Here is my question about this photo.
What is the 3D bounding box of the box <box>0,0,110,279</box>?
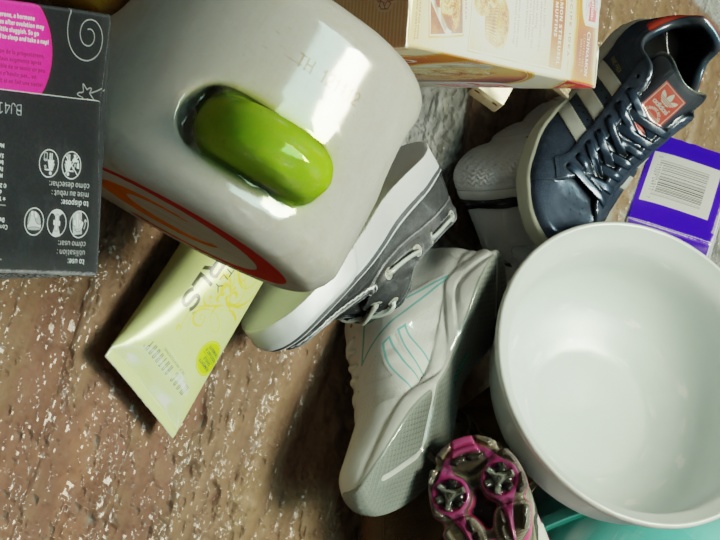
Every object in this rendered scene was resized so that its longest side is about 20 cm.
[{"bbox_3d":[-0.225,-0.064,1.136,0.199,0.114,0.133,2,92,-52],"label":"box"}]

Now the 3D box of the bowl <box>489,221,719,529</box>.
[{"bbox_3d":[0.158,0.077,1.549,0.200,0.090,0.203,9,65,-20],"label":"bowl"}]

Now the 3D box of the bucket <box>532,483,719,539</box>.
[{"bbox_3d":[0.155,0.242,1.606,0.135,0.206,0.209,-40,123,-45],"label":"bucket"}]

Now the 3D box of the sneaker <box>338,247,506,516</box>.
[{"bbox_3d":[0.023,0.066,1.511,0.071,0.080,0.201,75,33,-47],"label":"sneaker"}]

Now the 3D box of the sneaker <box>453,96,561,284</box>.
[{"bbox_3d":[0.141,-0.049,1.671,0.199,0.075,0.116,-30,117,-43],"label":"sneaker"}]

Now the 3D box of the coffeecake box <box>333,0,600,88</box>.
[{"bbox_3d":[0.025,-0.153,1.436,0.199,0.153,0.074,5,89,-53],"label":"coffeecake box"}]

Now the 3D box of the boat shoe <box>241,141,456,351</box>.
[{"bbox_3d":[0.000,0.000,1.479,0.068,0.071,0.200,60,39,-18],"label":"boat shoe"}]

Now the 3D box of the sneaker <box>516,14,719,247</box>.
[{"bbox_3d":[0.171,-0.095,1.586,0.075,0.084,0.201,45,57,-25],"label":"sneaker"}]

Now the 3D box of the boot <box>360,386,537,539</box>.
[{"bbox_3d":[0.067,0.113,1.571,0.200,0.073,0.076,-43,137,-41],"label":"boot"}]

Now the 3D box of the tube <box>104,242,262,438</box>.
[{"bbox_3d":[-0.076,-0.006,1.400,0.058,0.052,0.201,33,64,-4],"label":"tube"}]

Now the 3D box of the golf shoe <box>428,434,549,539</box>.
[{"bbox_3d":[0.095,0.199,1.481,0.092,0.072,0.202,40,38,-74],"label":"golf shoe"}]

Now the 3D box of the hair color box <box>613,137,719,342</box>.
[{"bbox_3d":[0.195,0.024,1.668,0.110,0.064,0.201,-63,169,-52],"label":"hair color box"}]

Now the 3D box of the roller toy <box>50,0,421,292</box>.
[{"bbox_3d":[-0.069,-0.089,1.275,0.140,0.199,0.182,-62,155,-8],"label":"roller toy"}]

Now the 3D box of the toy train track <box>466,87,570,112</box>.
[{"bbox_3d":[0.110,-0.188,1.590,0.114,0.032,0.201,33,51,-18],"label":"toy train track"}]
